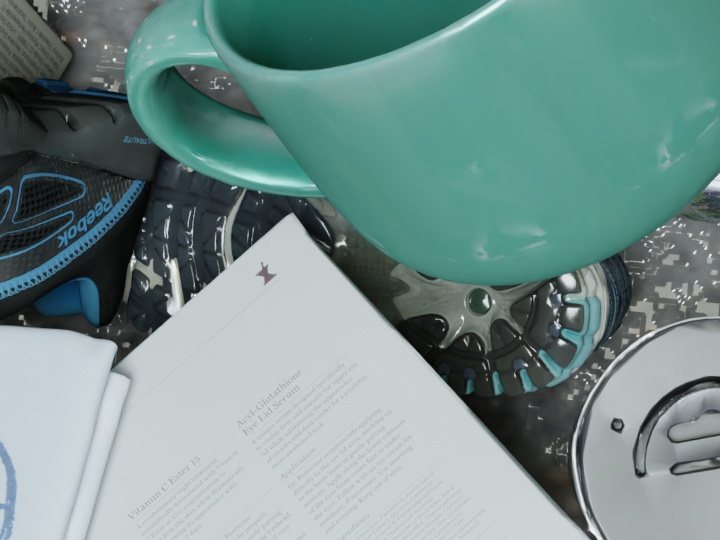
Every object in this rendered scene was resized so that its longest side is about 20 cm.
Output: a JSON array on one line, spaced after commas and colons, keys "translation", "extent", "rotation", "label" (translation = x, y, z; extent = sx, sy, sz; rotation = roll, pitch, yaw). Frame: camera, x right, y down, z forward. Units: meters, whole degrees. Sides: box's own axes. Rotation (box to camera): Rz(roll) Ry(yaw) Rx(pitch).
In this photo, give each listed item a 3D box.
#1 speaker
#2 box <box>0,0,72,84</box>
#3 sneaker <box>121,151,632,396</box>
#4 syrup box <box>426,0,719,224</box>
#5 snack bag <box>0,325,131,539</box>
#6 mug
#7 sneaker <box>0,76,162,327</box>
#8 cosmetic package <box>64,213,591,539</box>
[{"translation": [0.104, 0.058, 0.734], "extent": [0.080, 0.200, 0.082], "rotation": [0, 85, 4], "label": "speaker"}, {"translation": [-0.183, -0.016, 0.806], "extent": [0.068, 0.082, 0.201], "rotation": [27, 80, 18], "label": "box"}, {"translation": [0.000, 0.000, 0.814], "extent": [0.199, 0.086, 0.078], "rotation": [15, 101, 27], "label": "sneaker"}, {"translation": [0.107, -0.062, 0.805], "extent": [0.198, 0.079, 0.082], "rotation": [8, 86, 4], "label": "syrup box"}, {"translation": [-0.182, 0.099, 0.709], "extent": [0.198, 0.021, 0.190], "rotation": [6, 69, 18], "label": "snack bag"}, {"translation": [0.037, -0.074, 0.706], "extent": [0.152, 0.184, 0.115], "rotation": [-52, 126, -19], "label": "mug"}, {"translation": [-0.130, -0.019, 0.728], "extent": [0.073, 0.199, 0.083], "rotation": [13, 97, 35], "label": "sneaker"}, {"translation": [-0.046, 0.103, 0.705], "extent": [0.200, 0.052, 0.151], "rotation": [-41, 60, -3], "label": "cosmetic package"}]
